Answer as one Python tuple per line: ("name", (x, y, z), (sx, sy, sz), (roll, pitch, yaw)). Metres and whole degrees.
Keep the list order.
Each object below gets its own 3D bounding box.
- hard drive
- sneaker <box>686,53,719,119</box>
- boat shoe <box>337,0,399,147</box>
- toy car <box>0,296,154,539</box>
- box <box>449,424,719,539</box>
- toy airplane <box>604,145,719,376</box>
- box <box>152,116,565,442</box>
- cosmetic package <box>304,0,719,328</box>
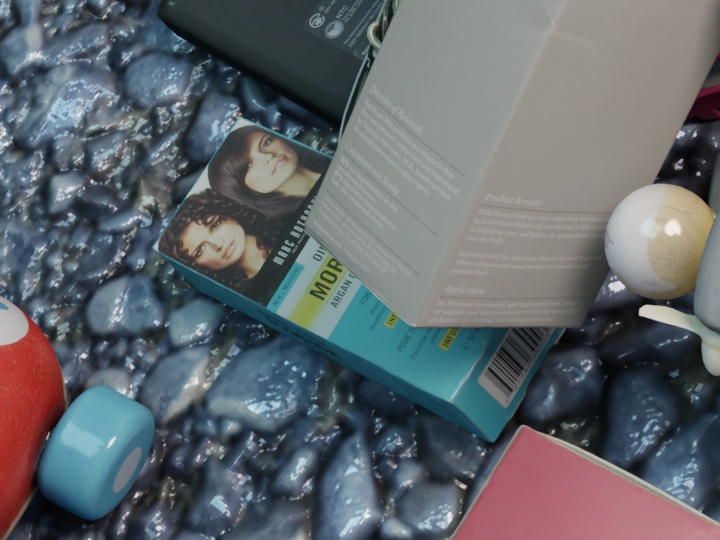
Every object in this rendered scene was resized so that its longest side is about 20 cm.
("hard drive", (0.002, -0.146, 1.017), (0.200, 0.033, 0.140), (32, 83, 37))
("sneaker", (0.206, -0.134, 0.860), (0.200, 0.081, 0.088), (-9, 61, 26))
("boat shoe", (0.033, -0.104, 0.849), (0.072, 0.071, 0.200), (31, 108, 23))
("toy car", (-0.216, 0.074, 0.884), (0.184, 0.200, 0.177), (27, 78, 11))
("box", (0.071, 0.181, 0.731), (0.109, 0.128, 0.200), (26, 80, 38))
("toy airplane", (0.160, -0.028, 0.750), (0.141, 0.200, 0.199), (-6, 59, 14))
("box", (0.000, 0.000, 0.929), (0.200, 0.049, 0.082), (25, 78, 38))
("cosmetic package", (0.071, -0.079, 0.781), (0.090, 0.107, 0.200), (40, 115, 40))
